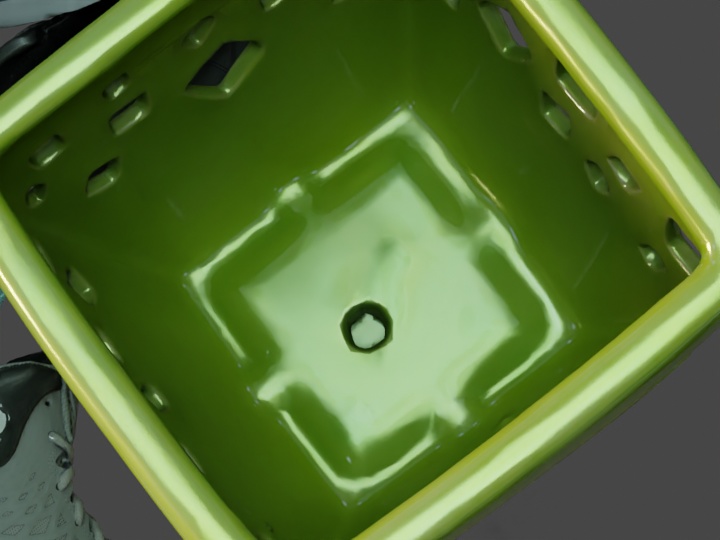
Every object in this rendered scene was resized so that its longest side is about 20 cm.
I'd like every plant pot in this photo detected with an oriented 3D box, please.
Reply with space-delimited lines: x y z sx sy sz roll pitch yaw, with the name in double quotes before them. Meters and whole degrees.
"plant pot" 0.000 0.000 0.999 0.200 0.182 0.199 -36 78 -4

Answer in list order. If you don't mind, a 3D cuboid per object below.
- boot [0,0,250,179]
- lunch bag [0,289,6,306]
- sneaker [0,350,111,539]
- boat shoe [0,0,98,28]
"boot" -0.050 -0.104 1.050 0.068 0.131 0.200 40 84 11
"lunch bag" -0.241 0.034 1.043 0.170 0.122 0.201 24 75 8
"sneaker" -0.093 0.088 1.008 0.199 0.075 0.116 25 71 -30
"boat shoe" -0.142 -0.123 0.979 0.199 0.070 0.071 -12 57 18
